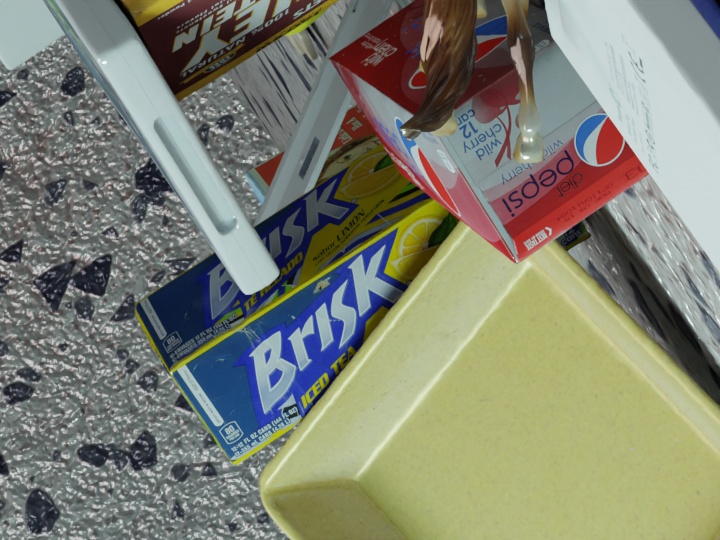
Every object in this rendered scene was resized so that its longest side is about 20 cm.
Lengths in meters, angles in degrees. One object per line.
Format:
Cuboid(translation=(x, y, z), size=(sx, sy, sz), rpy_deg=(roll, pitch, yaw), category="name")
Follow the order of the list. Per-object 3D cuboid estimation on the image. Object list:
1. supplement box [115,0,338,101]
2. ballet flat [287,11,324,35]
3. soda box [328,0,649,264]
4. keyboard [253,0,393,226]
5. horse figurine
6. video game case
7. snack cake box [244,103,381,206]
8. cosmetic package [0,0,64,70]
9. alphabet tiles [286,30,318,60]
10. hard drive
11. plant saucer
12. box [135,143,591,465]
Cuboid(translation=(-0.088, -0.206, 1.167), size=(0.200, 0.133, 0.197), rpy_deg=(57, 177, 6), category="supplement box")
Cuboid(translation=(-0.042, -0.183, 1.434), size=(0.067, 0.067, 0.200), rpy_deg=(30, 161, 31), category="ballet flat")
Cuboid(translation=(0.048, -0.063, 1.034), size=(0.064, 0.070, 0.200), rpy_deg=(57, 178, -15), category="soda box")
Cuboid(translation=(-0.027, -0.060, 1.405), size=(0.011, 0.201, 0.056), rpy_deg=(20, -171, -22), category="keyboard")
Cuboid(translation=(0.025, -0.114, 0.844), size=(0.200, 0.050, 0.133), rpy_deg=(-97, -2, -64), category="horse figurine")
Cuboid(translation=(-0.116, -0.103, 1.179), size=(0.200, 0.023, 0.182), rpy_deg=(54, 176, 37), category="video game case")
Cuboid(translation=(0.017, -0.035, 1.452), size=(0.067, 0.115, 0.200), rpy_deg=(58, 178, -19), category="snack cake box")
Cuboid(translation=(-0.202, -0.277, 1.700), size=(0.200, 0.200, 0.123), rpy_deg=(59, 179, -34), category="cosmetic package")
Cuboid(translation=(-0.089, -0.249, 1.978), size=(0.196, 0.015, 0.200), rpy_deg=(55, 176, 39), category="alphabet tiles")
Cuboid(translation=(0.115, -0.022, 0.772), size=(0.200, 0.025, 0.132), rpy_deg=(57, 177, 20), category="hard drive")
Cuboid(translation=(0.079, 0.098, 1.191), size=(0.200, 0.200, 0.048), rpy_deg=(47, -154, 18), category="plant saucer")
Cuboid(translation=(0.000, 0.000, 1.235), size=(0.070, 0.200, 0.064), rpy_deg=(58, 178, -35), category="box")
